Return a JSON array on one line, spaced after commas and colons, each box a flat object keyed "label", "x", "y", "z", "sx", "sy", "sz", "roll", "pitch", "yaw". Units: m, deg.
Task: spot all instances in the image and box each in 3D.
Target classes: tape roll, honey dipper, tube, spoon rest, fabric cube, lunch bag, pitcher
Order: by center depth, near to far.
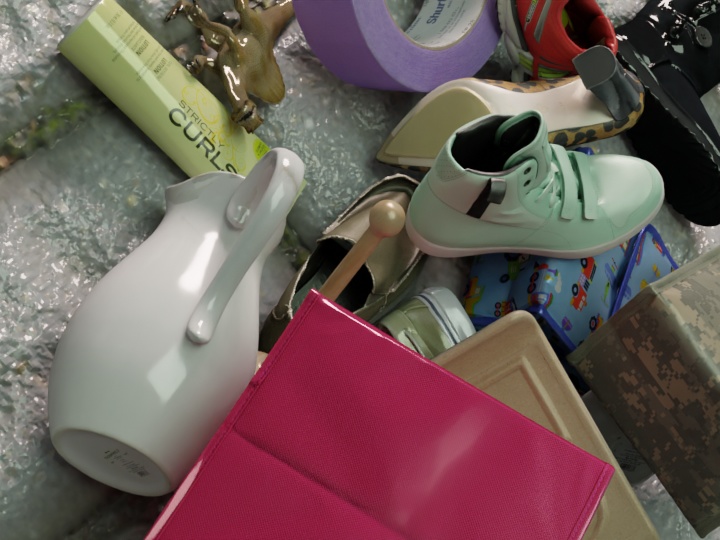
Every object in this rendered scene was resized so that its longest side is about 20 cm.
[{"label": "fabric cube", "x": -0.001, "y": 0.171, "z": 0.815, "sx": 0.198, "sy": 0.197, "sz": 0.201, "roll": 30, "pitch": 64, "yaw": 9}, {"label": "pitcher", "x": -0.105, "y": 0.026, "z": 0.861, "sx": 0.121, "sy": 0.171, "sz": 0.201, "roll": 30, "pitch": 59, "yaw": -14}, {"label": "honey dipper", "x": -0.030, "y": 0.030, "z": 0.895, "sx": 0.038, "sy": 0.200, "sz": 0.038, "roll": 29, "pitch": 31, "yaw": -19}, {"label": "tube", "x": -0.120, "y": -0.105, "z": 0.976, "sx": 0.058, "sy": 0.052, "sz": 0.200, "roll": -45, "pitch": 107, "yaw": 0}, {"label": "lunch bag", "x": 0.274, "y": 0.073, "z": 1.031, "sx": 0.199, "sy": 0.118, "sz": 0.165, "roll": -22, "pitch": 71, "yaw": -46}, {"label": "tape roll", "x": 0.036, "y": -0.237, "z": 1.057, "sx": 0.199, "sy": 0.065, "sz": 0.202, "roll": -11, "pitch": 106, "yaw": -45}, {"label": "spoon rest", "x": 0.237, "y": 0.141, "z": 1.097, "sx": 0.198, "sy": 0.100, "sz": 0.061, "roll": 18, "pitch": 19, "yaw": -22}, {"label": "lunch bag", "x": 0.184, "y": 0.027, "z": 1.113, "sx": 0.200, "sy": 0.094, "sz": 0.152, "roll": 39, "pitch": 58, "yaw": -32}]

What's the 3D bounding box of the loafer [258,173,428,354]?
[{"label": "loafer", "x": 0.000, "y": 0.000, "z": 0.992, "sx": 0.075, "sy": 0.070, "sz": 0.200, "roll": 35, "pitch": 57, "yaw": 1}]

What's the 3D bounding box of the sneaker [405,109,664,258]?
[{"label": "sneaker", "x": 0.138, "y": -0.064, "z": 0.975, "sx": 0.198, "sy": 0.118, "sz": 0.074, "roll": -9, "pitch": 64, "yaw": -17}]

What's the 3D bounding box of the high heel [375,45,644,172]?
[{"label": "high heel", "x": 0.120, "y": -0.107, "z": 1.081, "sx": 0.142, "sy": 0.198, "sz": 0.072, "roll": 19, "pitch": 54, "yaw": -68}]

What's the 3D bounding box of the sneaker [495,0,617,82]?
[{"label": "sneaker", "x": 0.166, "y": -0.169, "z": 1.116, "sx": 0.077, "sy": 0.084, "sz": 0.201, "roll": -60, "pitch": 145, "yaw": -25}]

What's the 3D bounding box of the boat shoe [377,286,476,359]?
[{"label": "boat shoe", "x": 0.077, "y": 0.111, "z": 1.022, "sx": 0.062, "sy": 0.072, "sz": 0.201, "roll": -25, "pitch": 81, "yaw": -17}]

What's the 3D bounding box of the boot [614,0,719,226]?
[{"label": "boot", "x": 0.304, "y": -0.160, "z": 1.248, "sx": 0.168, "sy": 0.076, "sz": 0.201, "roll": -36, "pitch": 88, "yaw": -32}]

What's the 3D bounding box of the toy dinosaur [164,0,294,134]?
[{"label": "toy dinosaur", "x": -0.086, "y": -0.169, "z": 1.023, "sx": 0.101, "sy": 0.058, "sz": 0.201, "roll": 44, "pitch": 36, "yaw": -22}]

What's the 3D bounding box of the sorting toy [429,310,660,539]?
[{"label": "sorting toy", "x": 0.084, "y": 0.155, "z": 0.972, "sx": 0.184, "sy": 0.036, "sz": 0.201, "roll": -30, "pitch": 93, "yaw": 3}]
